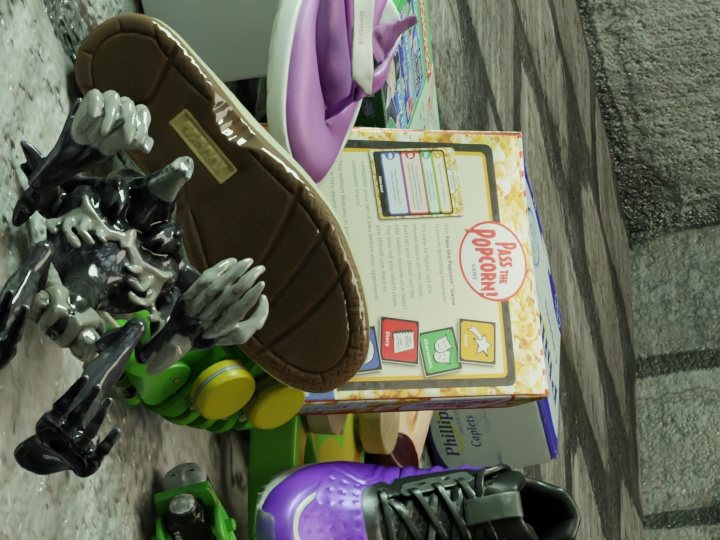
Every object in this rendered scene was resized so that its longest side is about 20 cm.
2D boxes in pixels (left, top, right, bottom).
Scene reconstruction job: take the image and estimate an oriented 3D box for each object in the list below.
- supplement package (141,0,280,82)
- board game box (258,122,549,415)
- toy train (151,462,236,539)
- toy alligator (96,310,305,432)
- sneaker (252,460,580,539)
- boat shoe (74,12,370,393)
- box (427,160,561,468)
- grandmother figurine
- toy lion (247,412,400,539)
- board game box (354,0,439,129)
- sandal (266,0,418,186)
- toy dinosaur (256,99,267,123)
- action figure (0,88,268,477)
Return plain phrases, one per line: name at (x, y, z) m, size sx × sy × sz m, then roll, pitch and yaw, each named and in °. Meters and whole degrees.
supplement package at (-0.049, -0.191, 1.159) m, size 0.200 × 0.114 × 0.110 m, roll -73°, pitch 154°, yaw -62°
board game box at (0.000, 0.000, 1.116) m, size 0.046 × 0.200 × 0.152 m, roll -22°, pitch -110°, yaw 60°
toy train at (-0.062, 0.174, 1.057) m, size 0.056 × 0.042 × 0.200 m, roll -98°, pitch 173°, yaw -51°
toy alligator at (-0.088, 0.046, 0.977) m, size 0.200 × 0.054 × 0.059 m, roll 17°, pitch 29°, yaw -53°
sneaker at (0.038, 0.129, 1.102) m, size 0.200 × 0.099 × 0.070 m, roll 4°, pitch 76°, yaw -43°
boat shoe at (-0.058, -0.034, 0.996) m, size 0.202 × 0.075 × 0.075 m, roll 59°, pitch 2°, yaw 2°
box at (0.102, 0.037, 1.740) m, size 0.200 × 0.105 × 0.184 m, roll -81°, pitch 159°, yaw -52°
grandmother figurine at (0.024, 0.129, 1.442) m, size 0.200 × 0.061 × 0.121 m, roll -85°, pitch 154°, yaw -55°
toy lion at (-0.026, 0.150, 1.209) m, size 0.200 × 0.069 × 0.192 m, roll 38°, pitch 53°, yaw -73°
board game box at (0.022, -0.080, 1.294) m, size 0.135 × 0.029 × 0.200 m, roll -72°, pitch 159°, yaw -52°
sandal at (0.003, -0.135, 1.039) m, size 0.082 × 0.050 × 0.203 m, roll 47°, pitch 54°, yaw -51°
toy dinosaur at (-0.016, -0.161, 1.302) m, size 0.102 × 0.077 × 0.200 m, roll 156°, pitch -51°, yaw -76°
action figure at (-0.096, -0.003, 0.841) m, size 0.119 × 0.102 × 0.200 m, roll 46°, pitch 29°, yaw -14°
